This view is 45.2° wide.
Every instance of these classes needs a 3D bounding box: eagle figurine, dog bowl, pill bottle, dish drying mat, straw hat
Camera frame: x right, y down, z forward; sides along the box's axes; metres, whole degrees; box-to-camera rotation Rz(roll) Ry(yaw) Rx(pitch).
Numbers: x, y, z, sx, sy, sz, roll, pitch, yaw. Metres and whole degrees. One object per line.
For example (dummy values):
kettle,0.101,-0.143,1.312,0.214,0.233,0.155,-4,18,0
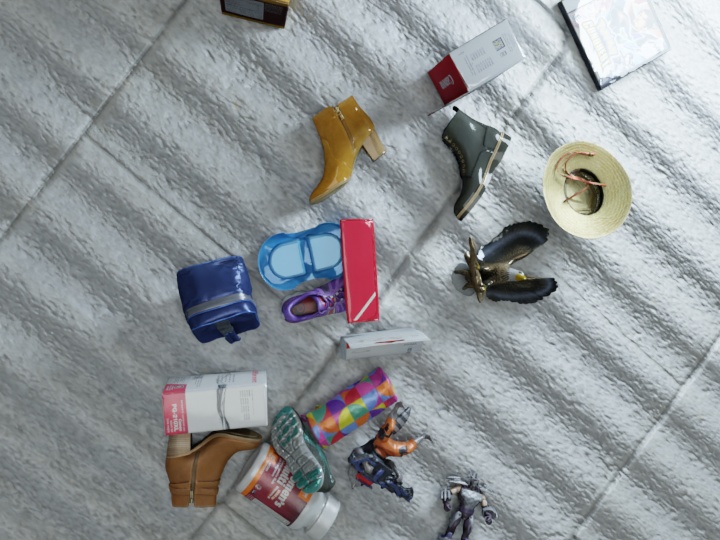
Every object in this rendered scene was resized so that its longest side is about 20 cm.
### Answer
eagle figurine,0.298,0.000,1.768,0.197,0.151,0.154,-16,141,-35
dog bowl,-0.109,-0.029,1.736,0.195,0.050,0.114,-13,95,-6
pill bottle,-0.143,0.443,1.727,0.198,0.110,0.111,36,88,-7
dish drying mat,0.000,0.000,1.716,0.075,0.018,0.206,-3,89,-25
straw hat,0.455,-0.158,1.784,0.195,0.085,0.207,1,81,-4

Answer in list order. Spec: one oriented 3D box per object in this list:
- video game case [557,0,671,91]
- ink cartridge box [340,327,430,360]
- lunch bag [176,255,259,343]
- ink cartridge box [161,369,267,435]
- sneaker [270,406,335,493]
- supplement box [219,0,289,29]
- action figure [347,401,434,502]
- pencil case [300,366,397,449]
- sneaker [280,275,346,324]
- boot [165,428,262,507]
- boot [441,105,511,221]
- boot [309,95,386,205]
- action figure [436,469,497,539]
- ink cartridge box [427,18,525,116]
video game case,0.530,-0.509,1.803,0.178,0.025,0.203,-29,96,-5
ink cartridge box,0.047,0.151,1.689,0.156,0.200,0.049,-6,93,-7
lunch bag,-0.267,0.069,1.652,0.133,0.200,0.135,-14,77,-4
ink cartridge box,-0.278,0.254,1.681,0.194,0.145,0.087,-4,95,-7
sneaker,-0.112,0.361,1.714,0.077,0.202,0.091,-39,142,12
supplement box,-0.183,-0.587,1.619,0.129,0.200,0.203,11,92,-8
action figure,0.057,0.382,1.776,0.192,0.105,0.201,-39,124,3
pencil case,-0.022,0.275,1.748,0.197,0.088,0.090,-29,96,-5
sneaker,-0.064,0.061,1.729,0.196,0.083,0.082,-24,97,-8
boot,-0.290,0.394,1.727,0.194,0.074,0.159,-1,92,5
boot,0.203,-0.218,1.760,0.136,0.077,0.203,30,76,-4
boot,-0.058,-0.242,1.728,0.200,0.071,0.145,-38,91,-7
action figure,0.216,0.514,1.800,0.127,0.069,0.205,18,87,1
ink cartridge box,0.202,-0.387,1.679,0.173,0.200,0.085,-31,96,-6
